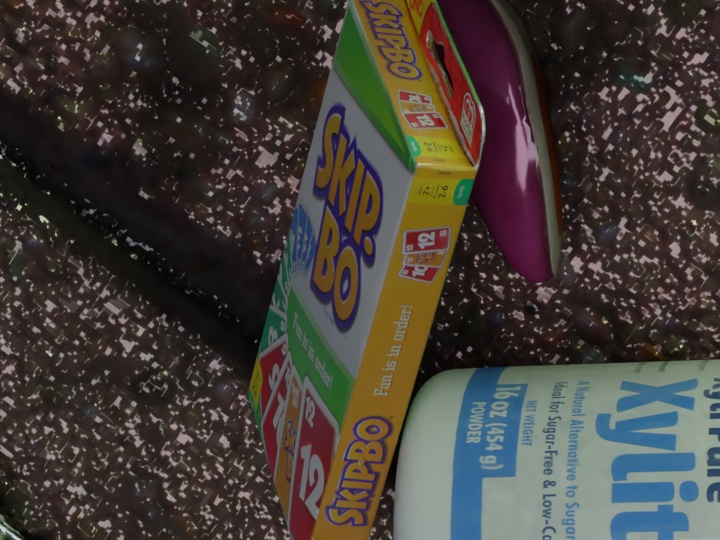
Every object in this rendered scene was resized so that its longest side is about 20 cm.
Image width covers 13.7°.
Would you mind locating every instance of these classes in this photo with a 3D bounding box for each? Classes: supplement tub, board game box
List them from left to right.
[{"bbox_3d":[0.000,0.000,1.019,0.030,0.096,0.200,3,129,-20],"label":"board game box"},{"bbox_3d":[0.119,0.095,1.028,0.200,0.132,0.132,-3,100,13],"label":"supplement tub"}]

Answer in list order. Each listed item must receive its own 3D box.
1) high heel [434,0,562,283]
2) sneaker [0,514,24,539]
[{"bbox_3d":[0.008,-0.084,1.050,0.096,0.067,0.200,-16,83,7],"label":"high heel"},{"bbox_3d":[-0.170,0.097,1.119,0.200,0.074,0.089,15,101,12],"label":"sneaker"}]
